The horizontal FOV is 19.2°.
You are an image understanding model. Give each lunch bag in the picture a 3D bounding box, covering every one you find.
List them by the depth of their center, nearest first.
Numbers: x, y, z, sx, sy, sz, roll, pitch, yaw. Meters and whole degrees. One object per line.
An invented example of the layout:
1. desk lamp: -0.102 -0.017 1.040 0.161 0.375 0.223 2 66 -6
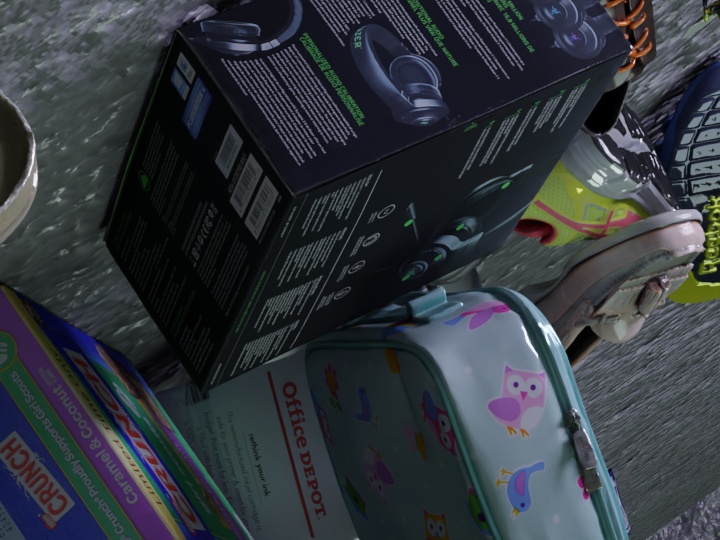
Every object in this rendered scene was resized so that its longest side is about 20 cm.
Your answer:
1. lunch bag: 0.047 0.084 1.011 0.077 0.161 0.200 -19 -175 -21

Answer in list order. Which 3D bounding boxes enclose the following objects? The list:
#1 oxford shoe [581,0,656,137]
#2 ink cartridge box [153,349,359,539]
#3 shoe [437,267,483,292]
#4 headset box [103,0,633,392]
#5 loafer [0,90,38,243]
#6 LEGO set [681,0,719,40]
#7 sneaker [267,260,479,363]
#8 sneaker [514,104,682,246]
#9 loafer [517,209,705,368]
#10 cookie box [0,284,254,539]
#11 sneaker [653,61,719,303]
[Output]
1. oxford shoe: 0.118 -0.131 0.999 0.071 0.073 0.200 -29 162 -13
2. ink cartridge box: -0.060 0.115 1.178 0.199 0.117 0.068 -20 166 14
3. shoe: 0.021 0.041 1.313 0.091 0.072 0.200 -15 -179 16
4. headset box: 0.005 -0.057 0.954 0.199 0.093 0.174 -25 161 -29
5. loafer: -0.183 -0.031 0.707 0.200 0.076 0.068 -16 161 -45
6. LEGO set: 0.236 -0.194 1.051 0.200 0.116 0.154 -37 134 -3
7. sneaker: 0.000 0.000 1.138 0.200 0.071 0.099 -36 159 -8
8. sneaker: 0.131 -0.050 1.265 0.090 0.078 0.200 -30 159 16
9. loafer: 0.148 0.023 1.286 0.072 0.063 0.200 -8 165 -31
10. cookie box: -0.125 0.110 1.041 0.075 0.171 0.200 -37 163 2
11. sneaker: 0.221 -0.068 1.385 0.074 0.083 0.201 -3 138 -7
